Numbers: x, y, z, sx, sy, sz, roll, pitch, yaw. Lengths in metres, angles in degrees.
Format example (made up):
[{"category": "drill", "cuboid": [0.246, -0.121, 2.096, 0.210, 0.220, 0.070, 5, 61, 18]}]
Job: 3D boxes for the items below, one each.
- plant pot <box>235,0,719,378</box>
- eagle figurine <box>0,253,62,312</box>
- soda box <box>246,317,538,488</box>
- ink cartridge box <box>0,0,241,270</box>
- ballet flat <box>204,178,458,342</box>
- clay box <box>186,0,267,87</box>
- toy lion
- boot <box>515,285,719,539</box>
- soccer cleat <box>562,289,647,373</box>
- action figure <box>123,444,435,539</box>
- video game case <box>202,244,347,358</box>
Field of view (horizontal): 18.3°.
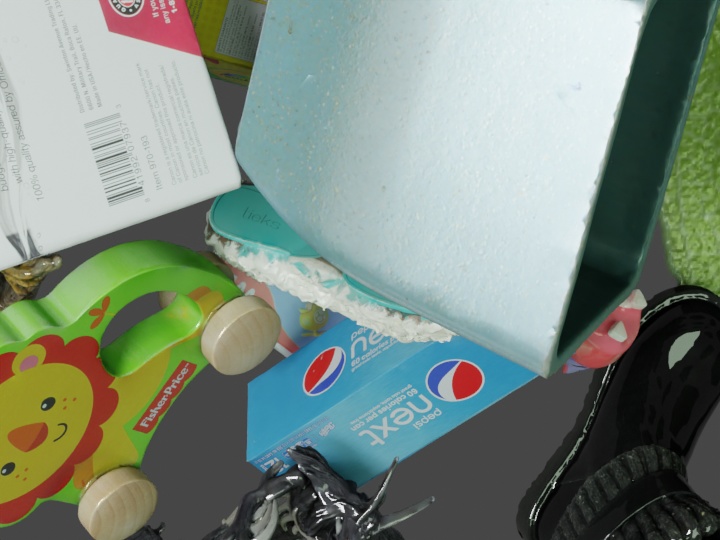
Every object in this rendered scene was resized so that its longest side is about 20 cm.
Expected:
[{"category": "plant pot", "cuboid": [0.053, -0.090, 1.136, 0.199, 0.196, 0.197, 20, 109, 16]}, {"category": "eagle figurine", "cuboid": [-0.266, -0.012, 1.203, 0.199, 0.151, 0.153, 14, 96, -17]}, {"category": "soda box", "cuboid": [0.027, 0.057, 1.297, 0.200, 0.068, 0.064, -33, 125, 25]}, {"category": "ink cartridge box", "cuboid": [-0.180, -0.079, 1.126, 0.199, 0.083, 0.146, -20, 98, -20]}, {"category": "ballet flat", "cuboid": [0.000, 0.000, 1.257, 0.072, 0.199, 0.072, -30, 130, -42]}, {"category": "clay box", "cuboid": [-0.116, -0.177, 1.227, 0.199, 0.048, 0.116, 16, 80, 3]}, {"category": "toy lion", "cuboid": [-0.164, 0.066, 1.239, 0.200, 0.069, 0.191, -53, 145, 8]}, {"category": "boot", "cuboid": [0.189, 0.120, 1.362, 0.079, 0.158, 0.212, 28, 94, -20]}, {"category": "soccer cleat", "cuboid": [0.085, -0.017, 1.336, 0.200, 0.076, 0.067, 44, 50, -7]}, {"category": "action figure", "cuboid": [-0.051, 0.171, 1.289, 0.119, 0.199, 0.102, 42, 44, -31]}, {"category": "video game case", "cuboid": [0.008, -0.033, 1.350, 0.143, 0.017, 0.200, 37, 90, -21]}]
